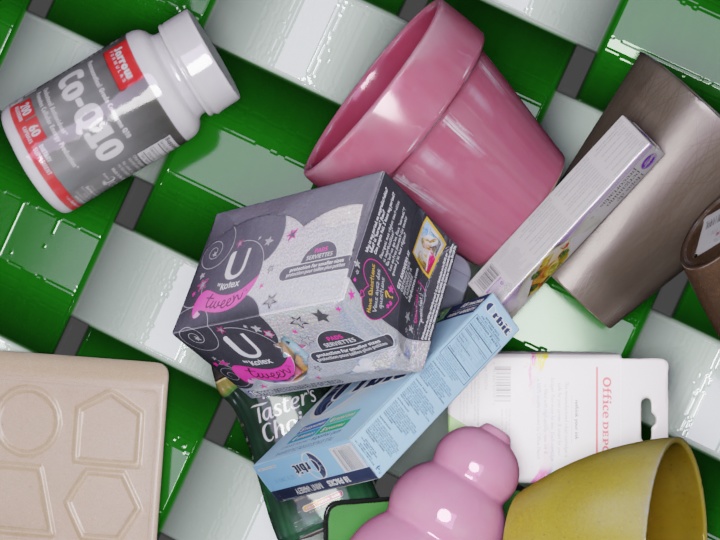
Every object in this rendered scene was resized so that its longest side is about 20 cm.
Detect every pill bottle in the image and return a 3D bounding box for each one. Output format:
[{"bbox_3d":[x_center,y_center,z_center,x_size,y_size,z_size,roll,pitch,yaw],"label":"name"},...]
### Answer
[{"bbox_3d":[-0.220,-0.150,1.590,0.199,0.114,0.115,-31,86,3],"label":"pill bottle"}]

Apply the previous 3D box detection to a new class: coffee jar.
[{"bbox_3d":[-0.064,0.140,1.579,0.103,0.085,0.202,-23,86,0],"label":"coffee jar"}]

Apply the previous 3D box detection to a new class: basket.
[{"bbox_3d":[0.248,-0.060,1.541,0.180,0.136,0.200,42,95,-6],"label":"basket"}]

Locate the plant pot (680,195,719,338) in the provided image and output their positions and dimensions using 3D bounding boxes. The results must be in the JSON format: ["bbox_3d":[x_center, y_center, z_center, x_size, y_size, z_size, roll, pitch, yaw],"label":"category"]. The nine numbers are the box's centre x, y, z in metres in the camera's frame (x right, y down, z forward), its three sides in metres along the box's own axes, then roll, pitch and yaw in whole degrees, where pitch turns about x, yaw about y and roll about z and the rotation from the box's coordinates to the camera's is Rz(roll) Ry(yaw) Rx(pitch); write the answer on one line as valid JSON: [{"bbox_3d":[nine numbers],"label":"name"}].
[{"bbox_3d":[0.373,0.023,1.468,0.200,0.187,0.187,40,91,-16],"label":"plant pot"}]

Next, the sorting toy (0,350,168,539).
[{"bbox_3d":[-0.276,0.182,1.625,0.183,0.036,0.203,4,84,5],"label":"sorting toy"}]

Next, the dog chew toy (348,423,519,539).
[{"bbox_3d":[0.068,0.224,1.492,0.124,0.125,0.201,31,81,5],"label":"dog chew toy"}]

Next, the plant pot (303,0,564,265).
[{"bbox_3d":[0.076,-0.108,1.536,0.179,0.200,0.201,39,91,-10],"label":"plant pot"}]

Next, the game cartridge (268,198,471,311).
[{"bbox_3d":[0.000,0.000,1.558,0.198,0.133,0.041,18,64,5],"label":"game cartridge"}]

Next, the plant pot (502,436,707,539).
[{"bbox_3d":[0.203,0.241,1.469,0.141,0.200,0.203,0,87,26],"label":"plant pot"}]

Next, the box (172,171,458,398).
[{"bbox_3d":[-0.040,0.016,1.444,0.199,0.115,0.133,-12,48,41],"label":"box"}]

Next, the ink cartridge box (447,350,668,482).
[{"bbox_3d":[0.179,0.133,1.568,0.197,0.067,0.119,1,89,6],"label":"ink cartridge box"}]

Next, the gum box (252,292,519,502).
[{"bbox_3d":[0.021,0.109,1.476,0.200,0.169,0.045,-43,100,-32],"label":"gum box"}]

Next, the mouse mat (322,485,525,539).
[{"bbox_3d":[0.063,0.280,1.560,0.198,0.008,0.163,-3,99,-15],"label":"mouse mat"}]

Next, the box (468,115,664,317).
[{"bbox_3d":[0.176,-0.043,1.480,0.200,0.039,0.041,-49,60,13],"label":"box"}]
